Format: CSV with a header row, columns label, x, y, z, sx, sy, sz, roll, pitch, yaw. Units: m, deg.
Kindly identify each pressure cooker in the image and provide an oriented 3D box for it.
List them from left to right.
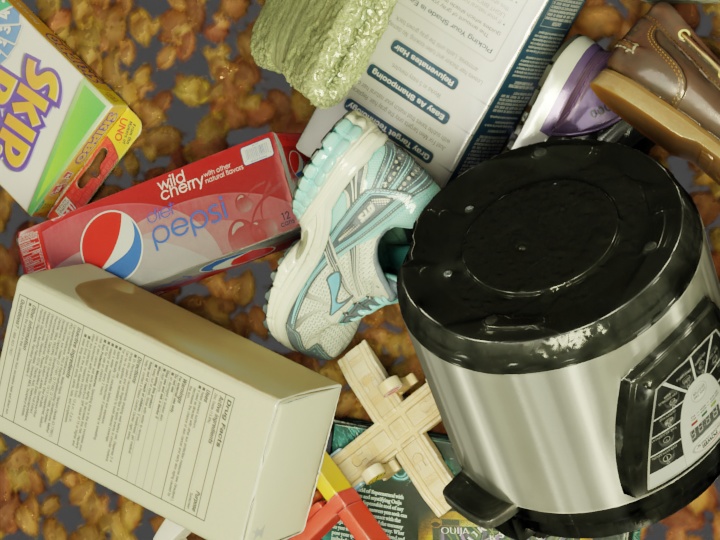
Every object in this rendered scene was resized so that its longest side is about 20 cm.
label,x,y,z,sx,sy,sz,roll,pitch,yaw
pressure cooker,0.125,0.048,1.521,0.175,0.179,0.200,-9,132,13

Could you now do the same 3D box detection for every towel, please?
label,x,y,z,sx,sy,sz,roll,pitch,yaw
towel,0.002,-0.198,1.621,0.200,0.036,0.148,-63,24,7

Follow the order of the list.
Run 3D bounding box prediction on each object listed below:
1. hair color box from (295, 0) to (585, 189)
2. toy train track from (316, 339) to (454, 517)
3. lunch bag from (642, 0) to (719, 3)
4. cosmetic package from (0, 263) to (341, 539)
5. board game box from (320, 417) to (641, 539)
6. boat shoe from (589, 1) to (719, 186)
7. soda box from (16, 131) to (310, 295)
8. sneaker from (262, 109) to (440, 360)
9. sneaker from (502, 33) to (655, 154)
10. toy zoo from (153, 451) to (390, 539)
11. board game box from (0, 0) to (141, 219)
label,x,y,z,sx,sy,sz,roll,pitch,yaw
hair color box,0.056,-0.133,1.629,0.100,0.060,0.200,35,105,21
toy train track,-0.012,0.121,1.650,0.200,0.033,0.115,-40,74,22
lunch bag,0.208,-0.218,1.498,0.200,0.168,0.140,6,93,24
cosmetic package,-0.119,0.080,1.627,0.200,0.071,0.105,26,110,27
board game box,0.070,0.169,1.645,0.200,0.028,0.136,9,94,25
boat shoe,0.227,-0.072,1.535,0.200,0.070,0.070,39,82,0
soda box,-0.114,-0.026,1.705,0.200,0.070,0.064,-19,83,24
sneaker,0.000,0.000,1.606,0.086,0.078,0.200,33,147,16
sneaker,0.118,-0.031,1.598,0.087,0.076,0.200,29,103,16
toy zoo,-0.045,0.177,1.649,0.131,0.020,0.200,-45,73,28
board game box,-0.236,-0.124,1.787,0.200,0.030,0.096,43,108,16
